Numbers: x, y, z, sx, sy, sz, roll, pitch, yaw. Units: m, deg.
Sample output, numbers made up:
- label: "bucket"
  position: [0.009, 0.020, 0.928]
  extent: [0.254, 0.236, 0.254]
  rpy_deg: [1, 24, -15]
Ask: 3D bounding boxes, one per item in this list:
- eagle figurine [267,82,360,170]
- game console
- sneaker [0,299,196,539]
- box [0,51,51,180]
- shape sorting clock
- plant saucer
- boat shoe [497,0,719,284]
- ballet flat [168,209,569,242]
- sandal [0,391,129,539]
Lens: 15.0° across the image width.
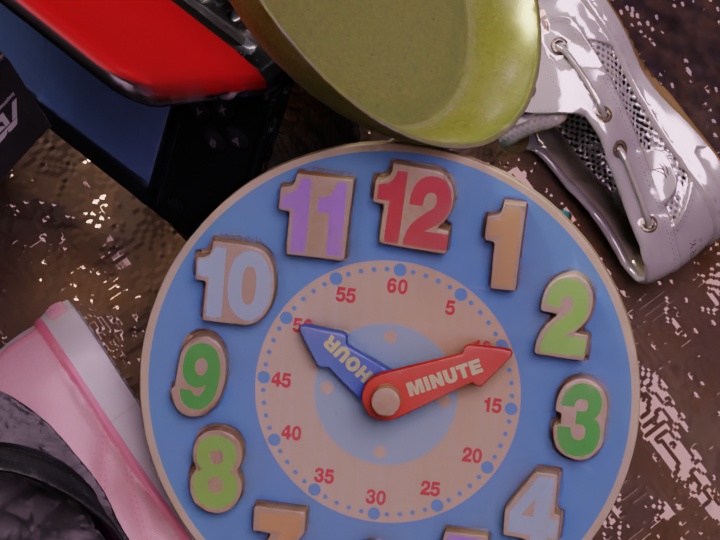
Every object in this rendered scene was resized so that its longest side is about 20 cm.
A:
- label: "eagle figurine"
  position: [-0.053, -0.148, 1.172]
  extent: [0.151, 0.151, 0.201]
  rpy_deg: [22, 47, -12]
- label: "game console"
  position: [-0.137, -0.092, 1.072]
  extent: [0.200, 0.173, 0.119]
  rpy_deg: [38, 50, 15]
- label: "sneaker"
  position: [-0.108, 0.122, 1.139]
  extent: [0.104, 0.075, 0.201]
  rpy_deg: [-34, 89, -9]
- label: "box"
  position: [-0.245, -0.041, 1.103]
  extent: [0.199, 0.044, 0.160]
  rpy_deg: [20, 61, 40]
- label: "shape sorting clock"
  position: [0.011, 0.049, 1.079]
  extent: [0.199, 0.039, 0.201]
  rpy_deg: [1, 98, 6]
- label: "plant saucer"
  position: [-0.004, -0.134, 1.072]
  extent: [0.200, 0.031, 0.201]
  rpy_deg: [30, 47, -38]
- label: "boat shoe"
  position: [0.089, -0.082, 1.247]
  extent: [0.069, 0.071, 0.200]
  rpy_deg: [-39, 86, -23]
- label: "ballet flat"
  position: [0.000, 0.000, 1.212]
  extent: [0.199, 0.068, 0.073]
  rpy_deg: [5, 91, -16]
- label: "sandal"
  position: [-0.119, 0.112, 1.072]
  extent: [0.200, 0.048, 0.075]
  rpy_deg: [44, 70, 8]
